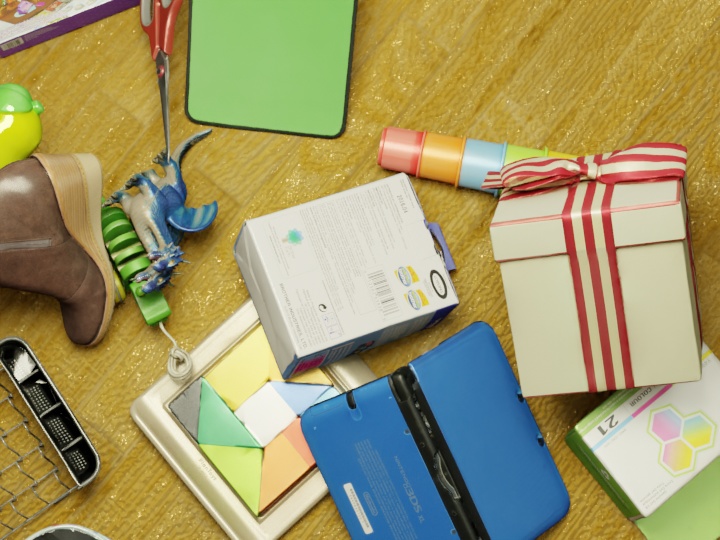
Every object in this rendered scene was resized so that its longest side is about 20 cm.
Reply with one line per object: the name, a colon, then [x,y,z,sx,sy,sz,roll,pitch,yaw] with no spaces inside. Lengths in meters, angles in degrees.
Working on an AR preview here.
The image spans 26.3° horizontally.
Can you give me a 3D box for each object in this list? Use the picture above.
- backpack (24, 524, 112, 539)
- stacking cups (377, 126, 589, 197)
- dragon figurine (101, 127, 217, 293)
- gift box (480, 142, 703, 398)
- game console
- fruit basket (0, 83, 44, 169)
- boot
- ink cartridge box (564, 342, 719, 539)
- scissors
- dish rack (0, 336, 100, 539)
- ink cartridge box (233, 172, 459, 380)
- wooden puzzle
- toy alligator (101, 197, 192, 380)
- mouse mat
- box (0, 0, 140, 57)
backpack: [-0.235,0.320,1.325,0.199,0.151,0.178,37,77,-1]
stacking cups: [0.116,-0.104,1.469,0.197,0.061,0.061,14,78,3]
dragon figurine: [-0.173,-0.055,1.431,0.059,0.200,0.100,-36,100,31]
gift box: [0.205,-0.017,1.361,0.182,0.200,0.189,-8,110,10]
game console: [0.069,0.176,1.407,0.169,0.118,0.202,-23,94,25]
fruit basket: [-0.377,-0.085,1.386,0.155,0.215,0.217,-24,76,-46]
boot: [-0.304,-0.004,1.366,0.165,0.202,0.072,-19,36,-34]
ink cartridge box: [0.306,0.180,1.402,0.147,0.076,0.201,-38,80,-8]
scissors: [-0.188,-0.196,1.449,0.014,0.073,0.203,9,80,-42]
dish rack: [-0.349,0.177,1.403,0.199,0.055,0.154,-34,80,-7]
ink cartridge box: [0.000,0.000,1.419,0.198,0.076,0.138,-18,78,-19]
wooden puzzle: [-0.086,0.131,1.426,0.200,0.037,0.185,-41,81,-9]
toy alligator: [-0.204,0.007,1.427,0.059,0.054,0.201,-25,71,-12]
mouse mat: [-0.084,-0.222,1.450,0.158,0.008,0.202,7,121,0]
box: [-0.286,-0.310,1.513,0.198,0.039,0.138,-22,80,-5]
